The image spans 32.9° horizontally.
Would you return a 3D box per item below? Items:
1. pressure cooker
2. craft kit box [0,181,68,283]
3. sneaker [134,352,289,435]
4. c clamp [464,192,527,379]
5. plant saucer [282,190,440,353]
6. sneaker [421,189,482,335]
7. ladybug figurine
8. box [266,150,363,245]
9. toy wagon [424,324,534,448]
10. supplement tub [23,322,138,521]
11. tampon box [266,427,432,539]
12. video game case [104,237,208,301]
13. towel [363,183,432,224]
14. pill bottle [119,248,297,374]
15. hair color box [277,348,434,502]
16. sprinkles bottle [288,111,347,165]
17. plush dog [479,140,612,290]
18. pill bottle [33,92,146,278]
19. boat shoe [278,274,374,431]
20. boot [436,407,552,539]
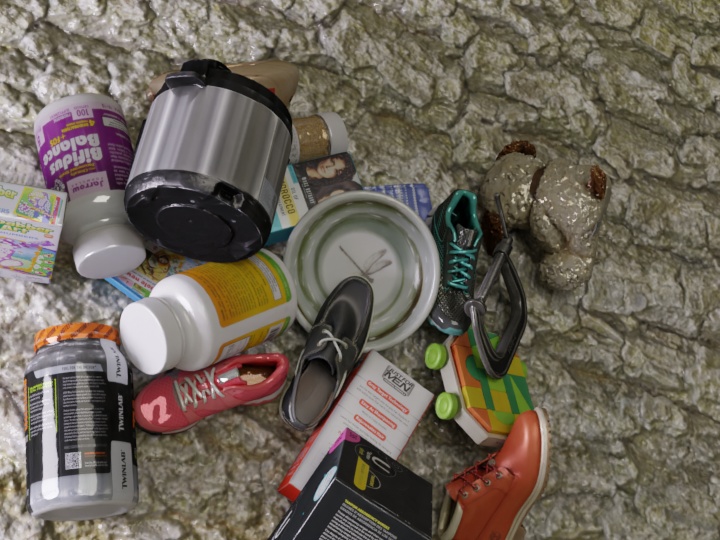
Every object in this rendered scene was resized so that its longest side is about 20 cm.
[{"bbox_3d":[-0.165,-0.131,1.388,0.176,0.176,0.203,20,62,-15],"label":"pressure cooker"},{"bbox_3d":[-0.431,-0.049,1.345,0.197,0.198,0.049,9,66,-15],"label":"craft kit box"},{"bbox_3d":[-0.174,0.132,1.428,0.198,0.087,0.075,-16,75,-23],"label":"sneaker"},{"bbox_3d":[0.170,0.030,1.540,0.172,0.027,0.201,65,32,-31],"label":"c clamp"},{"bbox_3d":[0.000,0.000,1.521,0.197,0.050,0.203,0,97,-3],"label":"plant saucer"},{"bbox_3d":[0.118,-0.017,1.544,0.076,0.091,0.203,8,58,-15],"label":"sneaker"},{"bbox_3d":[-0.173,-0.223,1.548,0.197,0.136,0.073,-8,103,-11],"label":"ladybug figurine"},{"bbox_3d":[-0.094,-0.085,1.536,0.198,0.049,0.083,-16,76,-22],"label":"box"},{"bbox_3d":[0.152,0.127,1.539,0.154,0.040,0.202,14,51,-35],"label":"toy wagon"},{"bbox_3d":[-0.310,0.167,1.348,0.121,0.123,0.203,0,71,-19],"label":"supplement tub"},{"bbox_3d":[-0.025,0.305,1.331,0.125,0.150,0.201,33,102,-5],"label":"tampon box"},{"bbox_3d":[-0.220,-0.038,1.515,0.142,0.018,0.201,36,63,-4],"label":"video game case"},{"bbox_3d":[0.010,-0.040,1.596,0.197,0.024,0.147,-4,74,-19],"label":"towel"},{"bbox_3d":[-0.177,0.050,1.411,0.199,0.111,0.112,-21,77,-46],"label":"pill bottle"},{"bbox_3d":[-0.004,0.208,1.472,0.101,0.061,0.201,36,64,-4],"label":"hair color box"},{"bbox_3d":[-0.115,-0.158,1.556,0.198,0.068,0.069,-12,74,-29],"label":"sprinkles bottle"},{"bbox_3d":[0.244,-0.096,1.640,0.169,0.161,0.202,12,62,15],"label":"plush dog"},{"bbox_3d":[-0.315,-0.098,1.442,0.111,0.113,0.202,-10,67,-22],"label":"pill bottle"},{"bbox_3d":[-0.034,0.100,1.467,0.071,0.068,0.202,26,83,-4],"label":"boat shoe"},{"bbox_3d":[0.161,0.250,1.458,0.106,0.075,0.203,16,105,-12],"label":"boot"}]
